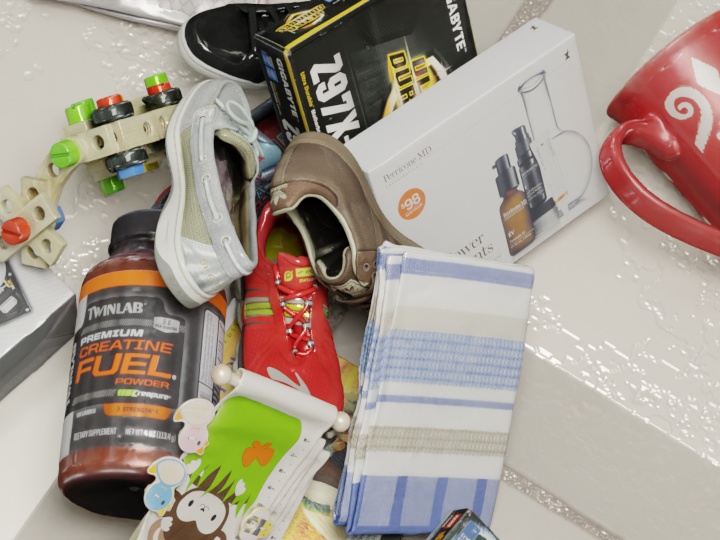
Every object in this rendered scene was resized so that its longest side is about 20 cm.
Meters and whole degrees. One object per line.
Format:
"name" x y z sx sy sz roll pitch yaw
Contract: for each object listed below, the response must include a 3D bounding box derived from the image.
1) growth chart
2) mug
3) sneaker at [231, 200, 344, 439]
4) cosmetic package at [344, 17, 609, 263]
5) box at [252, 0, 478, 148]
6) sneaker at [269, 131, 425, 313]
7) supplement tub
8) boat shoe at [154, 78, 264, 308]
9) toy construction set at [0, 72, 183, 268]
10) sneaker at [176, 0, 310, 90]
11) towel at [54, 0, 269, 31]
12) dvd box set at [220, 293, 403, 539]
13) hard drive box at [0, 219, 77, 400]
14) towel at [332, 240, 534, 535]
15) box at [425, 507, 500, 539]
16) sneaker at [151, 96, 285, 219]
"growth chart" -0.088 0.158 1.133 0.018 0.144 0.201 37 107 46
"mug" 0.286 -0.074 1.333 0.177 0.133 0.201 -36 79 -2
"sneaker" -0.052 0.029 1.216 0.076 0.085 0.201 1 46 -19
"cosmetic package" 0.087 -0.072 1.284 0.199 0.152 0.052 -35 38 -19
"box" 0.018 -0.121 1.272 0.159 0.201 0.049 -33 39 -22
"sneaker" 0.000 0.000 1.201 0.200 0.070 0.076 51 43 -22
"supplement tub" -0.147 0.062 1.182 0.106 0.107 0.202 4 64 -5
"boat shoe" -0.093 -0.061 1.177 0.064 0.075 0.203 -20 37 21
"toy construction set" -0.188 -0.083 1.232 0.093 0.130 0.200 65 32 -19
"sneaker" -0.033 -0.193 1.311 0.198 0.112 0.074 2 63 -28
"towel" -0.155 -0.287 1.348 0.198 0.032 0.193 13 106 -1
"dvd box set" -0.045 0.125 1.244 0.199 0.029 0.147 32 65 7
"hard drive box" -0.326 0.013 1.233 0.200 0.077 0.156 42 67 11
"towel" 0.053 0.085 1.201 0.146 0.024 0.202 6 95 -39
"box" 0.052 0.281 1.165 0.137 0.040 0.200 46 68 -7
"sneaker" -0.094 -0.076 1.291 0.079 0.096 0.200 37 67 10
